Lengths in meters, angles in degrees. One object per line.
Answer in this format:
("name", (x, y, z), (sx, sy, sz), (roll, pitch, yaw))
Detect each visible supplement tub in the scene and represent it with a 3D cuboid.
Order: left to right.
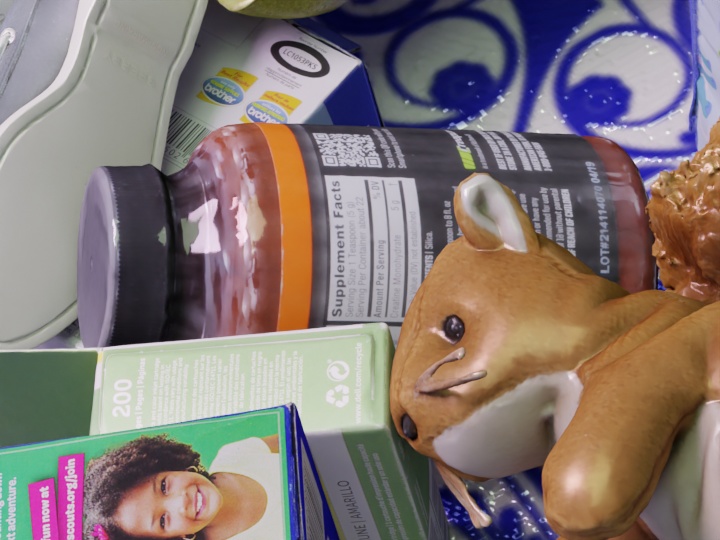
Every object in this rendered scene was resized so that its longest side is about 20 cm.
("supplement tub", (0.000, 0.000, 1.010), (0.199, 0.107, 0.107), (1, 52, -15))

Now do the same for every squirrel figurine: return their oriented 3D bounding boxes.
("squirrel figurine", (0.113, 0.029, 0.897), (0.186, 0.142, 0.200), (27, 63, 33))

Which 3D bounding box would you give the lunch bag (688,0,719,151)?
("lunch bag", (0.203, -0.054, 1.004), (0.200, 0.170, 0.127), (31, 63, 28))

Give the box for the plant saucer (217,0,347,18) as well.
("plant saucer", (-0.001, -0.190, 1.147), (0.200, 0.048, 0.200), (-44, 33, 0))

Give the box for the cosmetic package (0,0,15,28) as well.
("cosmetic package", (-0.272, -0.093, 1.092), (0.200, 0.165, 0.165), (2, 50, 49))

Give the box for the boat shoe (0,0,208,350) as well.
("boat shoe", (-0.116, -0.055, 1.053), (0.062, 0.073, 0.201), (-5, 57, 48))

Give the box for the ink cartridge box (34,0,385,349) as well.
("ink cartridge box", (-0.082, -0.045, 1.115), (0.136, 0.076, 0.200), (30, 68, 28))

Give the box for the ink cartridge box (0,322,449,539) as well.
("ink cartridge box", (-0.076, 0.077, 0.984), (0.199, 0.146, 0.048), (-5, 57, 9))

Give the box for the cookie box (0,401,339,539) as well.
("cookie box", (-0.102, 0.134, 0.935), (0.199, 0.171, 0.075), (-9, 51, 5))
